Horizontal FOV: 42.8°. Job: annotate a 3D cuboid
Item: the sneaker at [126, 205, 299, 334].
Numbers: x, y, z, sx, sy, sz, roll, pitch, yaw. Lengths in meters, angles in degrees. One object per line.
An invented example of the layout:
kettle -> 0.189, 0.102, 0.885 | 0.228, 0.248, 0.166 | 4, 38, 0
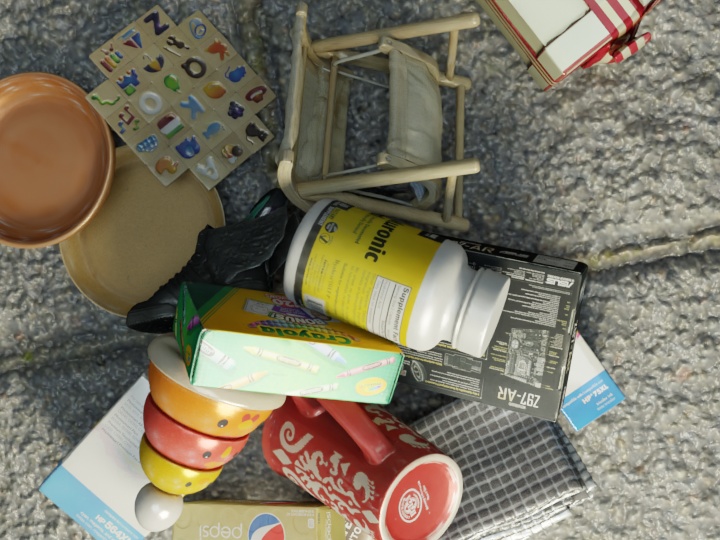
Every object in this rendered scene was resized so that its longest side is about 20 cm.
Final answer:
sneaker -> -0.160, 0.001, 0.981 | 0.199, 0.060, 0.104 | -12, 69, 18

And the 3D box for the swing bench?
swing bench -> 0.020, -0.159, 0.958 | 0.200, 0.130, 0.199 | 3, 64, 3

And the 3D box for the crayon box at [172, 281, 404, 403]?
crayon box -> -0.073, 0.070, 0.891 | 0.200, 0.119, 0.058 | 9, 107, -23

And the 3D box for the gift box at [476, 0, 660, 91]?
gift box -> 0.233, -0.305, 0.946 | 0.200, 0.185, 0.187 | -37, 92, 12

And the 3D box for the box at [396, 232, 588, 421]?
box -> 0.121, 0.053, 0.948 | 0.200, 0.044, 0.161 | 11, 108, 19

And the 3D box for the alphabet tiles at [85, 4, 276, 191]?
alphabet tiles -> -0.200, -0.195, 1.034 | 0.166, 0.006, 0.200 | -43, 93, -14

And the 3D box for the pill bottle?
pill bottle -> 0.036, 0.011, 0.885 | 0.200, 0.111, 0.111 | 20, 97, 14

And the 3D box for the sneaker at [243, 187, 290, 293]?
sneaker -> -0.118, 0.003, 1.057 | 0.087, 0.074, 0.200 | 29, 107, -14

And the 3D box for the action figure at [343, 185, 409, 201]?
action figure -> 0.000, 0.000, 1.022 | 0.102, 0.119, 0.200 | 9, 89, 39

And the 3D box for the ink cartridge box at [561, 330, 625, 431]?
ink cartridge box -> 0.200, 0.067, 1.021 | 0.067, 0.116, 0.200 | -35, 94, 6

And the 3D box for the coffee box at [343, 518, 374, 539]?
coffee box -> 0.045, 0.340, 1.074 | 0.200, 0.080, 0.115 | 27, 97, -1

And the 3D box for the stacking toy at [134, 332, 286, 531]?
stacking toy -> -0.174, 0.175, 0.930 | 0.146, 0.146, 0.200 | 23, 99, -1

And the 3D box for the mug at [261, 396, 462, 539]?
mug -> -0.011, 0.194, 0.957 | 0.177, 0.200, 0.134 | 33, 85, -40

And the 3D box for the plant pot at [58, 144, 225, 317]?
plant pot -> -0.249, -0.045, 1.057 | 0.200, 0.027, 0.200 | 0, 89, 8

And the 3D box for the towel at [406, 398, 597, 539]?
towel -> 0.136, 0.218, 1.010 | 0.200, 0.166, 0.086 | -29, 136, 6

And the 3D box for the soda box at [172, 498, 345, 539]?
soda box -> -0.117, 0.296, 1.039 | 0.200, 0.064, 0.068 | -6, 80, 28

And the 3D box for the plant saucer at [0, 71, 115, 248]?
plant saucer -> -0.369, -0.124, 1.046 | 0.200, 0.037, 0.201 | 0, 88, 10

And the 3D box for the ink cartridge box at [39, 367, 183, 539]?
ink cartridge box -> -0.235, 0.197, 1.044 | 0.125, 0.129, 0.200 | 43, 96, -4
